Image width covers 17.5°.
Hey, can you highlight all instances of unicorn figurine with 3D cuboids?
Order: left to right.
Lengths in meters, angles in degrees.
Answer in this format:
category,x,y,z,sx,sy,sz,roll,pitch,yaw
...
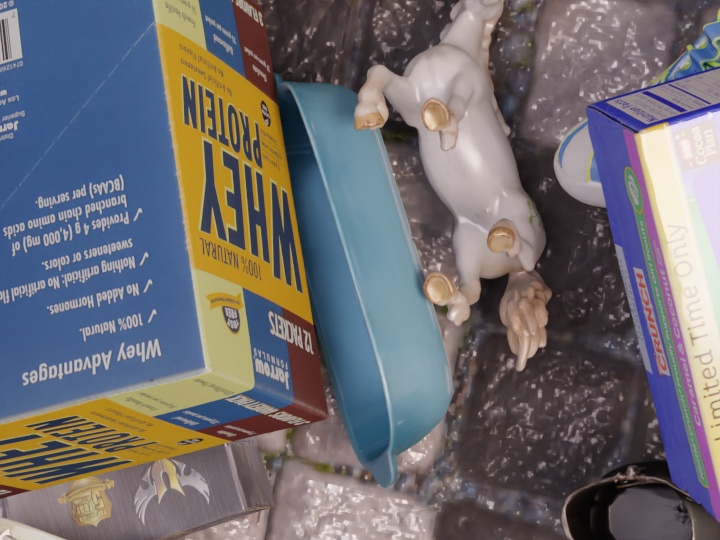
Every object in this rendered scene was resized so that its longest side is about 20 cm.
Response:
category,x,y,z,sx,sy,sz,roll,pitch,yaw
unicorn figurine,0.051,-0.063,1.079,0.074,0.137,0.201,-1,104,19

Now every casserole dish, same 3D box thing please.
category,x,y,z,sx,sy,sz,roll,pitch,yaw
casserole dish,0.000,0.000,1.091,0.039,0.121,0.201,-14,80,-11

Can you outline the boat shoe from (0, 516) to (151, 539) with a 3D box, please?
category,x,y,z,sx,sy,sz,roll,pitch,yaw
boat shoe,-0.099,0.158,1.099,0.199,0.072,0.062,13,83,-14

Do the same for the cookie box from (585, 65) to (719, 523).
category,x,y,z,sx,sy,sz,roll,pitch,yaw
cookie box,0.211,-0.009,0.955,0.199,0.075,0.172,-17,103,-7

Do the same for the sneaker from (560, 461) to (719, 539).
category,x,y,z,sx,sy,sz,roll,pitch,yaw
sneaker,0.189,0.119,1.025,0.199,0.106,0.075,-2,86,17

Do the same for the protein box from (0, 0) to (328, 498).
category,x,y,z,sx,sy,sz,roll,pitch,yaw
protein box,-0.141,-0.018,1.032,0.198,0.135,0.201,-15,74,17

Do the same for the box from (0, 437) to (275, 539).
category,x,y,z,sx,sy,sz,roll,pitch,yaw
box,-0.159,0.072,1.164,0.199,0.048,0.159,-19,81,15

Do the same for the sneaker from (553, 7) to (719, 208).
category,x,y,z,sx,sy,sz,roll,pitch,yaw
sneaker,0.172,-0.101,1.041,0.199,0.076,0.105,-19,124,6
